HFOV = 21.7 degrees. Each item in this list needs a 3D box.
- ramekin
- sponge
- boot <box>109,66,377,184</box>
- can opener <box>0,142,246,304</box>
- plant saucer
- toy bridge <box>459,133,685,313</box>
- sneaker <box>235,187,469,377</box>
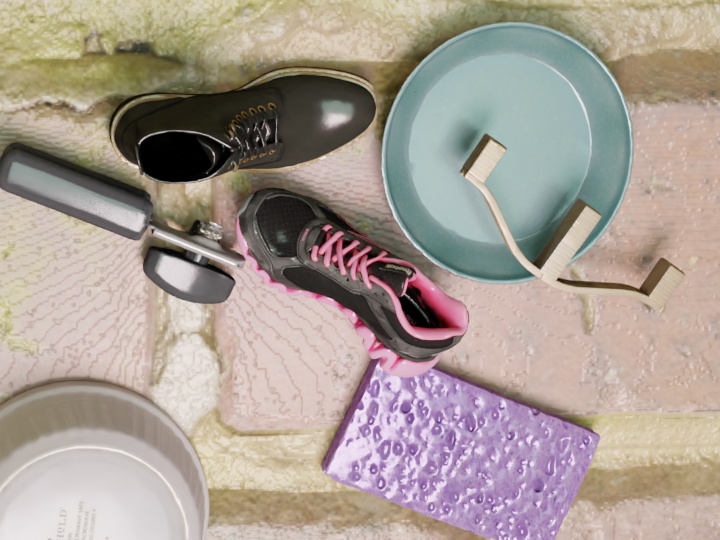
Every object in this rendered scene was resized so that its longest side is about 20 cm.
[{"bbox_3d":[-0.208,0.191,1.405,0.201,0.094,0.204,-3,103,-11],"label":"ramekin"},{"bbox_3d":[0.080,0.144,1.487,0.199,0.030,0.112,23,96,-14],"label":"sponge"},{"bbox_3d":[-0.075,-0.094,1.347,0.199,0.138,0.078,-12,105,-9],"label":"boot"},{"bbox_3d":[-0.176,-0.033,1.384,0.199,0.053,0.067,26,97,-15],"label":"can opener"},{"bbox_3d":[0.110,-0.091,1.439,0.198,0.036,0.202,-3,103,-11],"label":"plant saucer"},{"bbox_3d":[0.156,-0.022,1.431,0.199,0.027,0.067,34,96,-16],"label":"toy bridge"},{"bbox_3d":[0.000,0.000,1.395,0.199,0.095,0.079,35,66,-16],"label":"sneaker"}]
